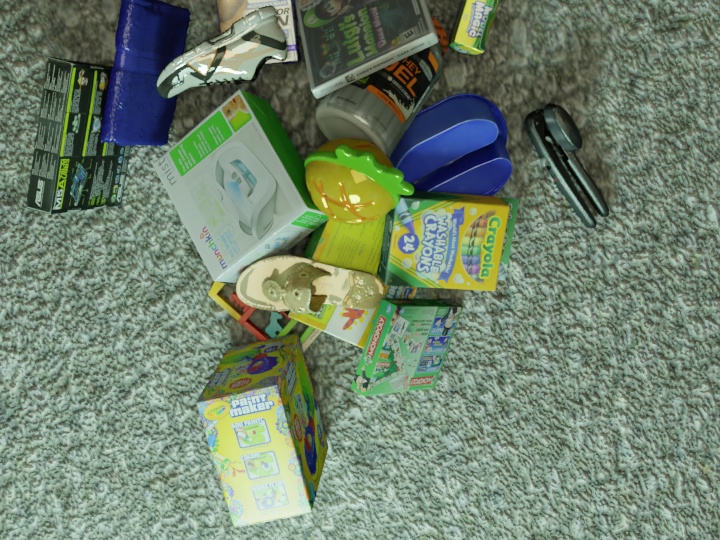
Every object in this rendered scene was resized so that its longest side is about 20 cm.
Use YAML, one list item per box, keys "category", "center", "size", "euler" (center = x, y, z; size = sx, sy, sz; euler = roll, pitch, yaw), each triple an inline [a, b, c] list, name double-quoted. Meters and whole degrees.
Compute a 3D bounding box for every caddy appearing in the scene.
- category: "caddy"
  center: [0.123, -0.166, 1.467]
  size: [0.197, 0.105, 0.143]
  euler: [-25, 122, 4]

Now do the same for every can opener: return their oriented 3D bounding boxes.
- category: "can opener"
  center: [0.301, -0.149, 1.490]
  size: [0.063, 0.079, 0.202]
  euler: [-30, 108, -3]

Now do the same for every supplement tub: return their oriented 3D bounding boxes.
- category: "supplement tub"
  center: [0.034, -0.259, 1.412]
  size: [0.122, 0.122, 0.202]
  euler: [33, 72, -6]

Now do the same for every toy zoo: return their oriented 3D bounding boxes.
- category: "toy zoo"
  center: [-0.138, 0.031, 1.543]
  size: [0.199, 0.020, 0.132]
  euler: [41, 98, -7]

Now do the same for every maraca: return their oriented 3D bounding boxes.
- category: "maraca"
  center: [-0.004, -0.119, 1.331]
  size: [0.135, 0.200, 0.109]
  euler: [25, 77, -16]

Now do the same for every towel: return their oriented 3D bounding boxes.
- category: "towel"
  center: [-0.306, -0.278, 1.431]
  size: [0.049, 0.147, 0.204]
  euler: [16, 101, 21]

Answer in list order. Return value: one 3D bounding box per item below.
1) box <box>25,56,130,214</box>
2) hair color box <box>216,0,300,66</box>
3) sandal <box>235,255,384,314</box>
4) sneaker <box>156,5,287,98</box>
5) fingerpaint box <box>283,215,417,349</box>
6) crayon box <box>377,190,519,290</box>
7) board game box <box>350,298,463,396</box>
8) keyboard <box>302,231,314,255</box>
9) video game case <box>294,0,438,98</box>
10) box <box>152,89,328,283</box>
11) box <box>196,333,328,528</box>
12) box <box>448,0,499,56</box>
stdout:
- category: "box"
  center: [-0.379, -0.185, 1.415]
  size: [0.047, 0.193, 0.204]
  euler: [15, 101, 16]
- category: "hair color box"
  center: [-0.149, -0.392, 1.445]
  size: [0.107, 0.065, 0.204]
  euler: [-6, 99, 2]
- category: "sandal"
  center: [-0.064, 0.024, 1.397]
  size: [0.207, 0.070, 0.079]
  euler: [4, 95, -13]
- category: "sneaker"
  center: [-0.189, -0.282, 1.400]
  size: [0.198, 0.074, 0.081]
  euler: [-27, 101, 9]
- category: "fingerpaint box"
  center: [0.000, 0.000, 1.484]
  size: [0.165, 0.073, 0.203]
  euler: [22, 91, -15]
- category: "crayon box"
  center: [0.131, -0.042, 1.434]
  size: [0.196, 0.052, 0.128]
  euler: [2, 108, -15]
- category: "board game box"
  center: [0.071, 0.109, 1.477]
  size: [0.029, 0.199, 0.137]
  euler: [26, 102, 31]
- category: "keyboard"
  center: [-0.037, -0.039, 1.528]
  size: [0.104, 0.040, 0.201]
  euler: [-42, 103, -6]
- category: "video game case"
  center: [0.003, -0.341, 1.390]
  size: [0.179, 0.202, 0.023]
  euler: [-23, 140, 13]
- category: "box"
  center: [-0.166, -0.114, 1.435]
  size: [0.175, 0.096, 0.202]
  euler: [-34, 75, 17]
- category: "box"
  center: [-0.136, 0.225, 1.475]
  size: [0.120, 0.200, 0.196]
  euler: [-12, 106, 9]
- category: "box"
  center: [0.159, -0.354, 1.381]
  size: [0.048, 0.200, 0.119]
  euler: [17, 100, -3]
